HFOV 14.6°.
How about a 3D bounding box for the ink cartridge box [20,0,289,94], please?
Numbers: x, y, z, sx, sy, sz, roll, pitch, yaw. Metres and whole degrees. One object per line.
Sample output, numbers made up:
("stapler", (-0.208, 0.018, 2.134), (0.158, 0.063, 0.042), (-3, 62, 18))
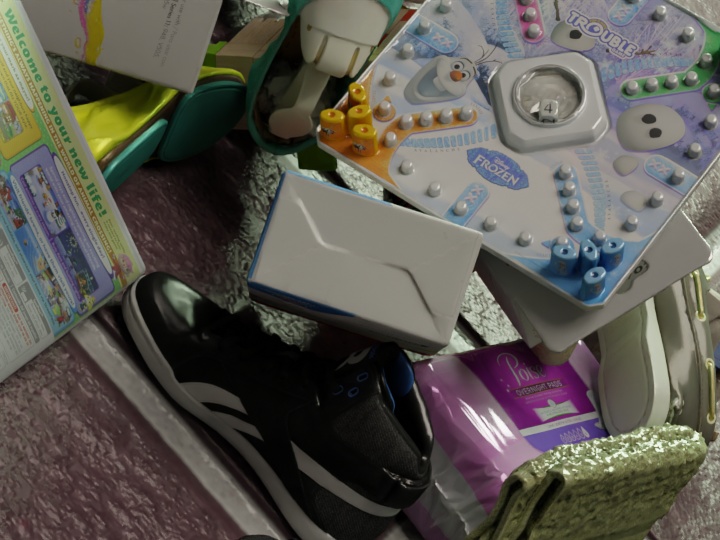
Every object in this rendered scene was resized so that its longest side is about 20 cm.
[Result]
("ink cartridge box", (-0.153, -0.162, 1.641), (0.200, 0.067, 0.117), (15, 15, -20))

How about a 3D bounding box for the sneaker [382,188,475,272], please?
("sneaker", (0.036, -0.037, 1.791), (0.082, 0.078, 0.200), (65, 19, -13))

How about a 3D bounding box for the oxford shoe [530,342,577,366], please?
("oxford shoe", (0.111, -0.009, 1.768), (0.200, 0.070, 0.075), (-79, 165, -63))

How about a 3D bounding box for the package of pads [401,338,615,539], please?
("package of pads", (0.089, 0.105, 1.701), (0.200, 0.076, 0.121), (-9, 60, -55))

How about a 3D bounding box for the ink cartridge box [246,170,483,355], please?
("ink cartridge box", (0.000, 0.000, 1.593), (0.116, 0.067, 0.200), (18, -4, -1))

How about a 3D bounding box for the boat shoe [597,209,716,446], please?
("boat shoe", (0.185, 0.020, 1.750), (0.060, 0.072, 0.202), (16, 58, -28))

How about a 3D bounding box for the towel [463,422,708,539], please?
("towel", (0.115, 0.151, 1.614), (0.036, 0.148, 0.200), (45, 28, 24))

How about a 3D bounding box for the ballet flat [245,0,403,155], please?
("ballet flat", (-0.019, -0.130, 1.656), (0.067, 0.200, 0.070), (13, 56, -14))

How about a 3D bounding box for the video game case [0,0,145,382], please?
("video game case", (-0.205, -0.053, 1.497), (0.182, 0.022, 0.200), (-41, 110, -56))

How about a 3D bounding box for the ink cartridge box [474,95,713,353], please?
("ink cartridge box", (0.113, -0.038, 1.646), (0.200, 0.115, 0.068), (57, -5, 30))

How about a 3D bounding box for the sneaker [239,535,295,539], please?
("sneaker", (-0.056, 0.202, 1.405), (0.112, 0.073, 0.200), (40, 22, -4))

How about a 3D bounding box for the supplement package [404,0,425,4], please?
("supplement package", (0.006, -0.251, 1.867), (0.200, 0.121, 0.120), (11, 15, 9))

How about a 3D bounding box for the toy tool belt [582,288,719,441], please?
("toy tool belt", (0.199, 0.066, 1.871), (0.125, 0.123, 0.200), (36, 2, 42))

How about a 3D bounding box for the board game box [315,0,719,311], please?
("board game box", (0.109, -0.101, 1.616), (0.200, 0.026, 0.200), (32, 67, 18))

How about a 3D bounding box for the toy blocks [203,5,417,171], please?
("toy blocks", (0.001, -0.135, 1.811), (0.137, 0.200, 0.100), (-54, 143, -61))

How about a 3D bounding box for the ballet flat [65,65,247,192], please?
("ballet flat", (-0.134, -0.095, 1.677), (0.067, 0.067, 0.200), (37, 30, 11))

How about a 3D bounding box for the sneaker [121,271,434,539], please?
("sneaker", (-0.034, 0.055, 1.571), (0.200, 0.112, 0.073), (48, 30, 3))
